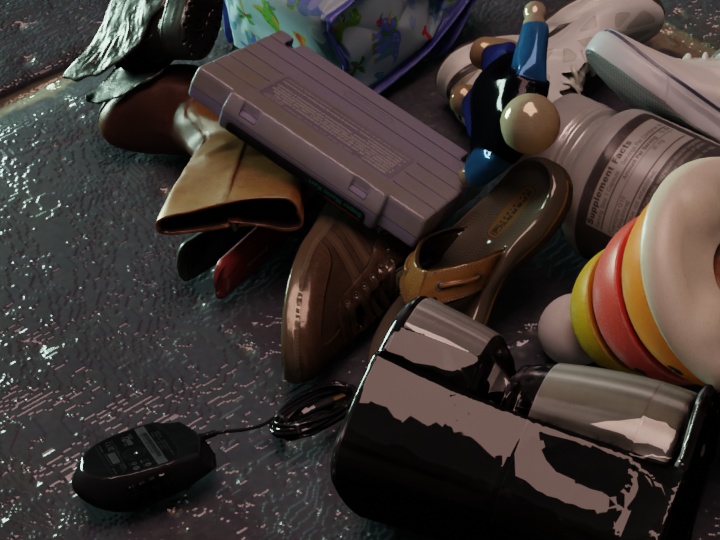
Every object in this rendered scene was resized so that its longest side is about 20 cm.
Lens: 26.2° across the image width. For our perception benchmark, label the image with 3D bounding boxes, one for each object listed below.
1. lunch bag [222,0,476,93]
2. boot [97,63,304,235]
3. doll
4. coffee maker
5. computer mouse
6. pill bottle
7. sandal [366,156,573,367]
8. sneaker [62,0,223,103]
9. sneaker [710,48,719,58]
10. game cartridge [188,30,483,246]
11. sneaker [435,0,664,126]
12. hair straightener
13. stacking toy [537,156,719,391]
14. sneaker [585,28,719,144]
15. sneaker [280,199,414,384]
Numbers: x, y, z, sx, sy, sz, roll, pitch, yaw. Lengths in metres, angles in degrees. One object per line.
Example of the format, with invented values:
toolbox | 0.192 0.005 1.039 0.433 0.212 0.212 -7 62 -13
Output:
lunch bag | -0.003 -0.250 1.312 0.170 0.128 0.200 32 64 34
boot | -0.124 -0.078 1.161 0.186 0.069 0.201 2 35 5
doll | 0.103 -0.123 1.089 0.048 0.137 0.200 20 15 -9
coffee maker | 0.087 0.125 0.894 0.198 0.135 0.193 16 47 22
computer mouse | -0.089 0.115 1.002 0.198 0.034 0.059 -15 27 -18
pill bottle | 0.212 -0.043 1.080 0.199 0.114 0.113 31 53 32
sandal | 0.067 -0.001 1.044 0.200 0.055 0.082 -50 43 -2
sneaker | -0.153 -0.223 1.230 0.103 0.060 0.201 1 59 33
sneaker | 0.329 -0.132 1.163 0.198 0.116 0.075 -14 42 -10
game cartridge | -0.015 -0.097 1.119 0.199 0.039 0.130 35 36 12
sneaker | 0.171 -0.149 1.241 0.199 0.076 0.116 -22 54 -7
hair straightener | -0.075 -0.056 1.171 0.076 0.041 0.200 22 49 25
stacking toy | 0.184 0.024 0.984 0.145 0.200 0.148 9 71 -28
sneaker | 0.256 -0.123 1.102 0.199 0.073 0.071 33 84 9
sneaker | 0.000 0.000 1.082 0.075 0.071 0.201 7 44 13
